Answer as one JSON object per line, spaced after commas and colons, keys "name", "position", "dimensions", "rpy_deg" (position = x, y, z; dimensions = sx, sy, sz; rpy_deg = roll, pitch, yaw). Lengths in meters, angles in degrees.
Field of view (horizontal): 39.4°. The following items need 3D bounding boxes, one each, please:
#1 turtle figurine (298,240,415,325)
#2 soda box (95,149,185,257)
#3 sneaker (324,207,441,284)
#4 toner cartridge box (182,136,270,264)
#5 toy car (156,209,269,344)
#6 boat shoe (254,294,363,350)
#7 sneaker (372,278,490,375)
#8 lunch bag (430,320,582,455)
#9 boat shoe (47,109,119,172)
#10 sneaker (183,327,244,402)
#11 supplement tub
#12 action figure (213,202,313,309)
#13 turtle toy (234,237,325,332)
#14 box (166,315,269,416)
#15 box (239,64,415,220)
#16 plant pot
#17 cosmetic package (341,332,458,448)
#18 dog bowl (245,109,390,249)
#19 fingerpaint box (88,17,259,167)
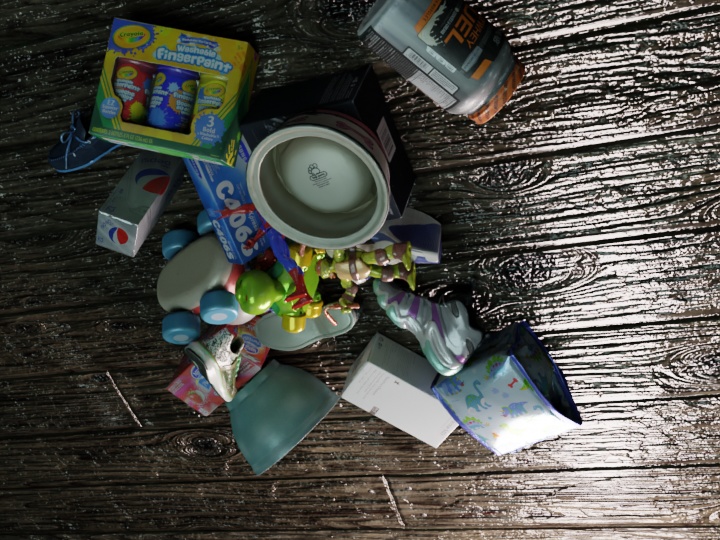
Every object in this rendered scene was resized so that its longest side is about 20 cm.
{"name": "turtle figurine", "position": [0.000, 0.000, 1.497], "dimensions": [0.160, 0.065, 0.201], "rpy_deg": [-2, 129, 11]}
{"name": "soda box", "position": [-0.327, -0.113, 1.515], "dimensions": [0.063, 0.201, 0.069], "rpy_deg": [20, 131, 1]}
{"name": "sneaker", "position": [0.029, -0.036, 1.559], "dimensions": [0.198, 0.081, 0.116], "rpy_deg": [9, 142, 8]}
{"name": "toner cartridge box", "position": [-0.191, -0.119, 1.512], "dimensions": [0.043, 0.095, 0.201], "rpy_deg": [7, 127, 49]}
{"name": "toy car", "position": [-0.213, 0.028, 1.654], "dimensions": [0.176, 0.186, 0.199], "rpy_deg": [-27, 146, 33]}
{"name": "boat shoe", "position": [-0.086, 0.086, 1.702], "dimensions": [0.199, 0.060, 0.076], "rpy_deg": [-8, 106, 26]}
{"name": "sneaker", "position": [0.125, 0.052, 1.603], "dimensions": [0.140, 0.078, 0.200], "rpy_deg": [-45, 83, 13]}
{"name": "lunch bag", "position": [0.245, 0.205, 1.653], "dimensions": [0.169, 0.128, 0.200], "rpy_deg": [-27, 107, 34]}
{"name": "boat shoe", "position": [-0.407, -0.221, 1.539], "dimensions": [0.199, 0.085, 0.069], "rpy_deg": [-27, 137, 19]}
{"name": "sneaker", "position": [-0.218, 0.151, 1.646], "dimensions": [0.077, 0.088, 0.200], "rpy_deg": [47, 168, 19]}
{"name": "supplement tub", "position": [0.105, -0.285, 1.282], "dimensions": [0.199, 0.123, 0.122], "rpy_deg": [36, 131, -14]}
{"name": "action figure", "position": [-0.146, -0.036, 1.473], "dimensions": [0.098, 0.201, 0.065], "rpy_deg": [-19, 161, 4]}
{"name": "turtle toy", "position": [-0.124, 0.017, 1.570], "dimensions": [0.100, 0.200, 0.147], "rpy_deg": [12, 109, 16]}
{"name": "box", "position": [-0.248, 0.159, 1.790], "dimensions": [0.095, 0.100, 0.200], "rpy_deg": [37, 131, -15]}
{"name": "box", "position": [-0.043, -0.168, 1.442], "dimensions": [0.181, 0.104, 0.201], "rpy_deg": [-8, 126, 25]}
{"name": "plant pot", "position": [-0.154, 0.244, 1.783], "dimensions": [0.134, 0.200, 0.200], "rpy_deg": [47, 129, -2]}
{"name": "cosmetic package", "position": [0.081, 0.208, 1.738], "dimensions": [0.199, 0.081, 0.113], "rpy_deg": [29, 130, -6]}
{"name": "dog bowl", "position": [-0.050, -0.128, 1.358], "dimensions": [0.198, 0.074, 0.201], "rpy_deg": [9, 132, 11]}
{"name": "fingerpaint box", "position": [-0.260, -0.248, 1.404], "dimensions": [0.198, 0.073, 0.168], "rpy_deg": [13, 88, 8]}
